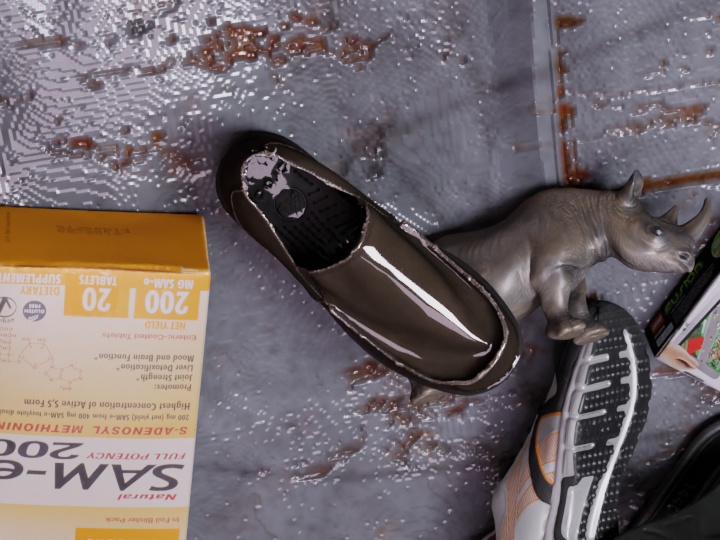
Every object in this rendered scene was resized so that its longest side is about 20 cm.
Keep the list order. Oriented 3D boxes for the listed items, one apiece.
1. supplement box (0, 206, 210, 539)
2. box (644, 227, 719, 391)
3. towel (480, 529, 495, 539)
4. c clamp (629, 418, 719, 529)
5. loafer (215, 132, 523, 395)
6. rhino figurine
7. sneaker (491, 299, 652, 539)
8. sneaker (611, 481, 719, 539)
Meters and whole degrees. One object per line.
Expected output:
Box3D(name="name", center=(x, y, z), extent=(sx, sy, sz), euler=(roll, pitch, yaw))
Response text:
Box3D(name="supplement box", center=(-0.155, 0.069, 1.612), extent=(0.126, 0.074, 0.200), euler=(2, 119, -8))
Box3D(name="box", center=(0.266, -0.010, 1.650), extent=(0.110, 0.035, 0.200), euler=(27, 112, -21))
Box3D(name="towel", center=(0.114, 0.257, 1.747), extent=(0.144, 0.023, 0.200), euler=(-37, 94, 13))
Box3D(name="c clamp", center=(0.244, 0.178, 1.759), extent=(0.171, 0.027, 0.200), euler=(21, 115, -12))
Box3D(name="loafer", center=(0.000, 0.000, 1.554), extent=(0.200, 0.071, 0.073), euler=(35, 92, 3))
Box3D(name="rhino figurine", center=(0.106, 0.000, 1.610), extent=(0.200, 0.060, 0.087), euler=(-24, 75, 4))
Box3D(name="sneaker", center=(0.114, 0.113, 1.669), extent=(0.074, 0.080, 0.200), euler=(4, 99, -49))
Box3D(name="sneaker", center=(0.207, 0.185, 1.670), extent=(0.199, 0.076, 0.114), euler=(-33, 137, -24))
